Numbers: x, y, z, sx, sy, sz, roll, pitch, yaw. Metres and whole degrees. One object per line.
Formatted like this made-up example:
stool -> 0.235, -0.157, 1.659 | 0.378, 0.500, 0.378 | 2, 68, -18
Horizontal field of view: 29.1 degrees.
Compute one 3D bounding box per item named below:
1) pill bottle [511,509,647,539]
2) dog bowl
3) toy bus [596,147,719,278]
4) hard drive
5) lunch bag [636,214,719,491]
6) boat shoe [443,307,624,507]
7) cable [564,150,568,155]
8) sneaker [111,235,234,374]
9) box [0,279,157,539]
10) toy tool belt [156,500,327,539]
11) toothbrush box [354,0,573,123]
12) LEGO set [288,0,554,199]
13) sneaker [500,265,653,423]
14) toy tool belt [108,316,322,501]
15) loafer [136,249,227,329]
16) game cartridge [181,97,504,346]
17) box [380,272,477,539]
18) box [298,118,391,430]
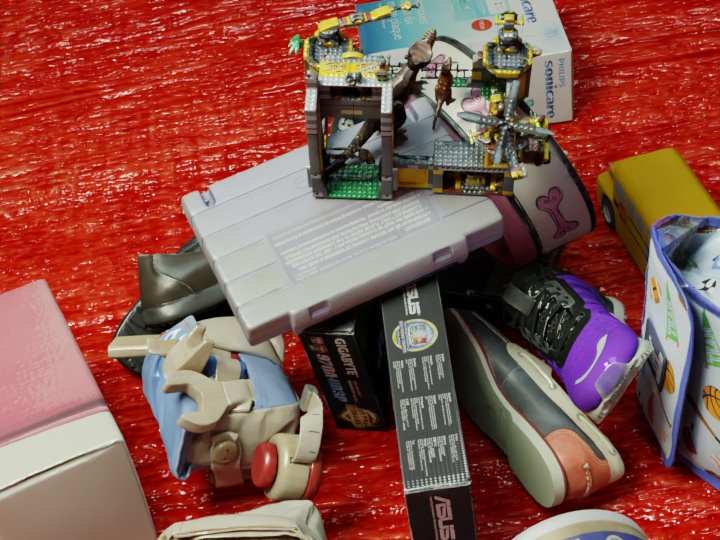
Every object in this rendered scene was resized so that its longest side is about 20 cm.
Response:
pill bottle -> 0.156, 0.255, 0.829 | 0.119, 0.120, 0.201 | -16, 42, -7
dog bowl -> 0.098, -0.088, 1.121 | 0.074, 0.200, 0.200 | -39, 46, -3
toy bus -> 0.260, -0.034, 1.161 | 0.064, 0.079, 0.201 | -14, 42, -5
hard drive -> 0.073, -0.017, 1.210 | 0.198, 0.038, 0.140 | 6, 44, 19
lunch bag -> 0.276, 0.071, 0.975 | 0.123, 0.171, 0.200 | -29, 46, -28
boat shoe -> 0.123, 0.096, 1.051 | 0.062, 0.072, 0.200 | -16, 42, -18
cable -> 0.095, -0.110, 1.267 | 0.198, 0.051, 0.097 | 15, 32, 2
sneaker -> -0.142, 0.015, 1.210 | 0.200, 0.076, 0.087 | -44, 22, -23
box -> -0.243, 0.125, 1.045 | 0.108, 0.129, 0.200 | -23, 44, -15
toy tool belt -> -0.103, 0.233, 0.904 | 0.198, 0.126, 0.123 | -17, 33, -7
toothbrush box -> 0.101, -0.208, 1.382 | 0.198, 0.086, 0.147 | -8, 41, 1
LEGO set -> 0.039, -0.130, 0.954 | 0.198, 0.116, 0.155 | 9, 59, 7
sneaker -> 0.148, 0.044, 1.026 | 0.099, 0.070, 0.200 | 33, 11, -5
toy tool belt -> -0.114, 0.104, 1.022 | 0.122, 0.126, 0.200 | 9, 21, -24
loafer -> -0.095, -0.018, 1.141 | 0.199, 0.072, 0.073 | -24, 4, -26
game cartridge -> -0.012, -0.035, 0.986 | 0.199, 0.038, 0.130 | -23, 64, -12
box -> 0.050, 0.125, 0.963 | 0.044, 0.161, 0.201 | -8, 40, 1
box -> 0.000, 0.000, 1.078 | 0.046, 0.159, 0.202 | 1, 58, 12
